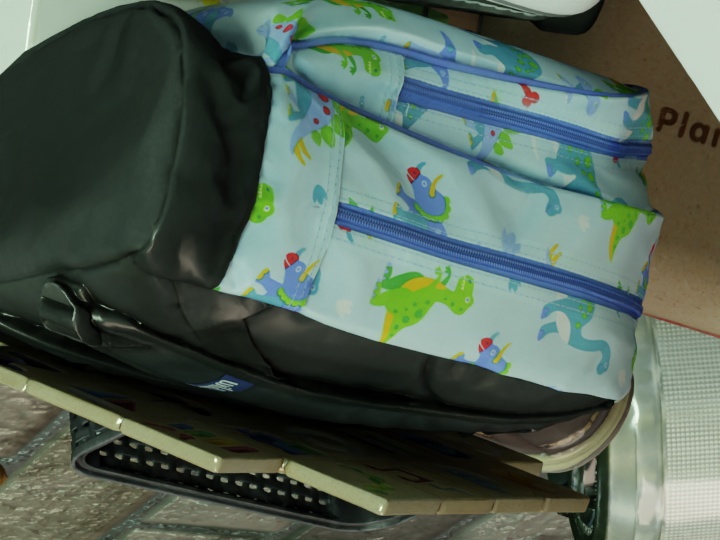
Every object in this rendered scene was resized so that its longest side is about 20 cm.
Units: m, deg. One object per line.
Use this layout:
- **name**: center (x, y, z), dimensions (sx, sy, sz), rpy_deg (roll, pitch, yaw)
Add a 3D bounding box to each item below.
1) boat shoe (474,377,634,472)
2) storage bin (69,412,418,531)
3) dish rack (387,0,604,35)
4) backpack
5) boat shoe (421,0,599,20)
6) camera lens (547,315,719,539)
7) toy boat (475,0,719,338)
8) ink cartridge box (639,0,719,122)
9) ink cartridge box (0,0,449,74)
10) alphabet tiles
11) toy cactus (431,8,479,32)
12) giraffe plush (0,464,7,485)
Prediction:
- **boat shoe**: center (0.000, 0.000, 0.945), dimensions (0.200, 0.075, 0.073), rpy_deg (23, 170, 18)
- **storage bin**: center (-0.026, 0.046, 1.288), dimensions (0.200, 0.094, 0.135), rpy_deg (16, 148, -41)
- **dish rack**: center (-0.022, -0.117, 0.885), dimensions (0.199, 0.055, 0.153), rpy_deg (7, -168, -10)
- **backpack**: center (-0.004, -0.014, 0.811), dimensions (0.200, 0.154, 0.163), rpy_deg (28, 162, -26)
- **boat shoe**: center (-0.023, -0.114, 0.785), dimensions (0.200, 0.069, 0.057), rpy_deg (22, 133, -15)
- **camera lens**: center (0.187, 0.057, 1.273), dimensions (0.199, 0.160, 0.160), rpy_deg (-3, 157, -4)
- **toy boat**: center (0.135, -0.042, 0.980), dimensions (0.200, 0.131, 0.131), rpy_deg (18, -179, 20)
- **ink cartridge box**: center (0.171, -0.123, 0.782), dimensions (0.200, 0.145, 0.084), rpy_deg (-28, 168, -23)
- **ink cartridge box**: center (-0.086, -0.071, 0.911), dimensions (0.200, 0.068, 0.117), rpy_deg (0, -162, -36)
- **alphabet tiles**: center (-0.029, 0.043, 0.838), dimensions (0.166, 0.006, 0.200), rpy_deg (19, -174, 29)
- **toy cactus**: center (0.017, -0.045, 1.066), dimensions (0.200, 0.102, 0.165), rpy_deg (-13, 142, -42)
- **giraffe plush**: center (-0.157, -0.031, 1.034), dimensions (0.162, 0.200, 0.172), rpy_deg (-46, 141, 14)
